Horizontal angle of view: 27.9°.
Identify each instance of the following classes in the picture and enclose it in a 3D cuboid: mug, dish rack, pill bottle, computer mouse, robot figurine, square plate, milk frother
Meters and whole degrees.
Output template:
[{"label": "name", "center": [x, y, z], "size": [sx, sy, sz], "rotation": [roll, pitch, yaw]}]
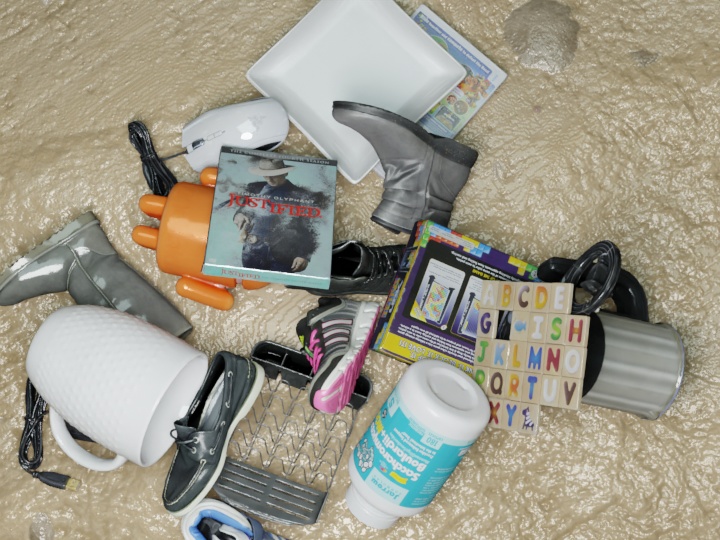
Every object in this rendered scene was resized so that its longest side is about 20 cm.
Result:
[{"label": "mug", "center": [-0.295, 0.141, 1.668], "size": [0.175, 0.148, 0.200], "rotation": [27, 116, 12]}, {"label": "dish rack", "center": [-0.086, 0.196, 1.704], "size": [0.153, 0.055, 0.200], "rotation": [19, 59, 5]}, {"label": "pill bottle", "center": [0.057, 0.207, 1.668], "size": [0.111, 0.111, 0.200], "rotation": [34, 119, 6]}, {"label": "computer mouse", "center": [-0.185, -0.161, 1.773], "size": [0.199, 0.044, 0.110], "rotation": [-20, 82, 13]}, {"label": "computer mouse", "center": [-0.320, 0.199, 1.743], "size": [0.199, 0.046, 0.141], "rotation": [10, 81, 3]}, {"label": "robot figurine", "center": [-0.171, -0.039, 1.740], "size": [0.199, 0.117, 0.144], "rotation": [11, 47, 2]}, {"label": "square plate", "center": [-0.005, -0.240, 1.790], "size": [0.200, 0.028, 0.198], "rotation": [-45, 82, -4]}, {"label": "milk frother", "center": [0.286, 0.068, 1.636], "size": [0.188, 0.200, 0.181], "rotation": [12, 83, -23]}]

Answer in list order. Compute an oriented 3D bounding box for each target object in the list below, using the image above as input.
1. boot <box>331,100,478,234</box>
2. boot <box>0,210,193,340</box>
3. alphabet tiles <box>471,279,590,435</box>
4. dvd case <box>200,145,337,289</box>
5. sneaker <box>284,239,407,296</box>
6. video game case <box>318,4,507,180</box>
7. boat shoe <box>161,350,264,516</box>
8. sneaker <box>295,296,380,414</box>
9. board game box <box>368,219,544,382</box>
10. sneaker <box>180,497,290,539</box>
[{"label": "boot", "center": [0.038, -0.116, 1.732], "size": [0.199, 0.070, 0.132], "rotation": [22, 93, -17]}, {"label": "boot", "center": [-0.330, 0.050, 1.762], "size": [0.182, 0.073, 0.200], "rotation": [-37, 89, -2]}, {"label": "alphabet tiles", "center": [0.184, 0.096, 1.602], "size": [0.008, 0.200, 0.168], "rotation": [8, 87, -29]}, {"label": "dvd case", "center": [-0.102, -0.064, 1.680], "size": [0.145, 0.022, 0.200], "rotation": [7, 45, -4]}, {"label": "sneaker", "center": [0.000, -0.003, 1.719], "size": [0.199, 0.104, 0.060], "rotation": [-7, 79, -12]}, {"label": "video game case", "center": [0.065, -0.214, 1.807], "size": [0.143, 0.018, 0.200], "rotation": [41, 85, 7]}, {"label": "boat shoe", "center": [-0.183, 0.181, 1.658], "size": [0.066, 0.074, 0.200], "rotation": [39, 77, -38]}, {"label": "sneaker", "center": [-0.040, 0.094, 1.694], "size": [0.087, 0.200, 0.074], "rotation": [15, 126, 6]}, {"label": "board game box", "center": [0.131, 0.053, 1.718], "size": [0.199, 0.057, 0.166], "rotation": [23, 84, -15]}, {"label": "sneaker", "center": [-0.121, 0.334, 1.667], "size": [0.200, 0.146, 0.081], "rotation": [35, 84, 6]}]
